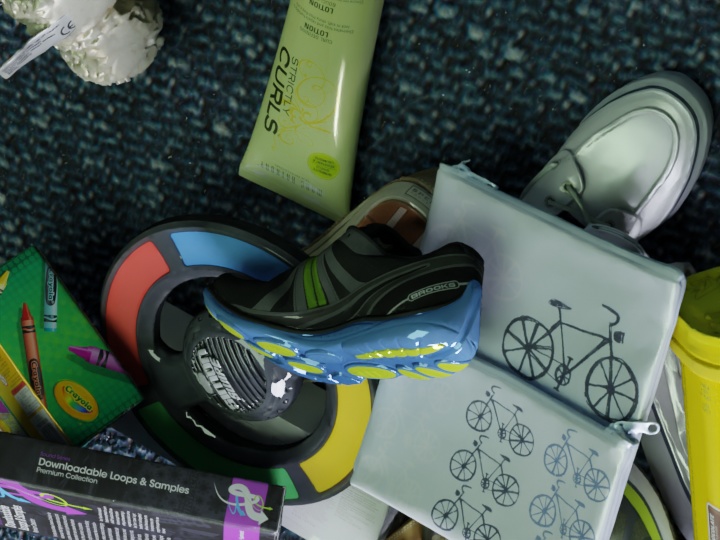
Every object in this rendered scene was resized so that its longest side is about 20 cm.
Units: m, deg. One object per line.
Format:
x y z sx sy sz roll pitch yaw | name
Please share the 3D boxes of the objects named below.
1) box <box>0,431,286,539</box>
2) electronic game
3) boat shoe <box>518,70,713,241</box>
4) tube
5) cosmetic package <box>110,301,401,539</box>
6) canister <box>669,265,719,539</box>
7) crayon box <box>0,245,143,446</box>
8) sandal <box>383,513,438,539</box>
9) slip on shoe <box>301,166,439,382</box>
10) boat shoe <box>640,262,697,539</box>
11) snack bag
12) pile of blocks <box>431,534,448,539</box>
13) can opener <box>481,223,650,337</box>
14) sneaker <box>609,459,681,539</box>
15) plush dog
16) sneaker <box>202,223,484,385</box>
-0.148 0.145 1.638 0.200 0.036 0.143 10 162 0 | box
-0.072 0.056 1.601 0.200 0.042 0.200 17 127 24 | electronic game
0.126 -0.029 1.493 0.074 0.067 0.200 40 129 5 | boat shoe
-0.022 -0.117 1.546 0.058 0.052 0.200 -118 31 -42 | tube
-0.061 0.104 1.687 0.200 0.051 0.083 29 130 14 | cosmetic package
0.248 0.094 1.448 0.087 0.148 0.200 -128 26 -59 | canister
-0.217 0.068 1.694 0.119 0.058 0.200 54 157 0 | crayon box
0.039 0.162 1.638 0.055 0.082 0.200 11 118 12 | sandal
0.000 0.000 1.588 0.076 0.061 0.200 43 135 0 | slip on shoe
0.203 0.085 1.514 0.066 0.072 0.200 -17 101 36 | boat shoe
0.084 0.060 1.447 0.189 0.021 0.200 28 107 40 | snack bag
0.061 0.175 1.547 0.200 0.082 0.062 -29 59 49 | pile of blocks
0.086 0.048 1.484 0.053 0.067 0.200 37 123 -20 | can opener
0.125 0.135 1.527 0.200 0.081 0.074 55 178 36 | sneaker
-0.192 -0.221 1.540 0.172 0.160 0.200 52 132 30 | plush dog
-0.005 0.016 1.483 0.200 0.083 0.071 -2 152 44 | sneaker
